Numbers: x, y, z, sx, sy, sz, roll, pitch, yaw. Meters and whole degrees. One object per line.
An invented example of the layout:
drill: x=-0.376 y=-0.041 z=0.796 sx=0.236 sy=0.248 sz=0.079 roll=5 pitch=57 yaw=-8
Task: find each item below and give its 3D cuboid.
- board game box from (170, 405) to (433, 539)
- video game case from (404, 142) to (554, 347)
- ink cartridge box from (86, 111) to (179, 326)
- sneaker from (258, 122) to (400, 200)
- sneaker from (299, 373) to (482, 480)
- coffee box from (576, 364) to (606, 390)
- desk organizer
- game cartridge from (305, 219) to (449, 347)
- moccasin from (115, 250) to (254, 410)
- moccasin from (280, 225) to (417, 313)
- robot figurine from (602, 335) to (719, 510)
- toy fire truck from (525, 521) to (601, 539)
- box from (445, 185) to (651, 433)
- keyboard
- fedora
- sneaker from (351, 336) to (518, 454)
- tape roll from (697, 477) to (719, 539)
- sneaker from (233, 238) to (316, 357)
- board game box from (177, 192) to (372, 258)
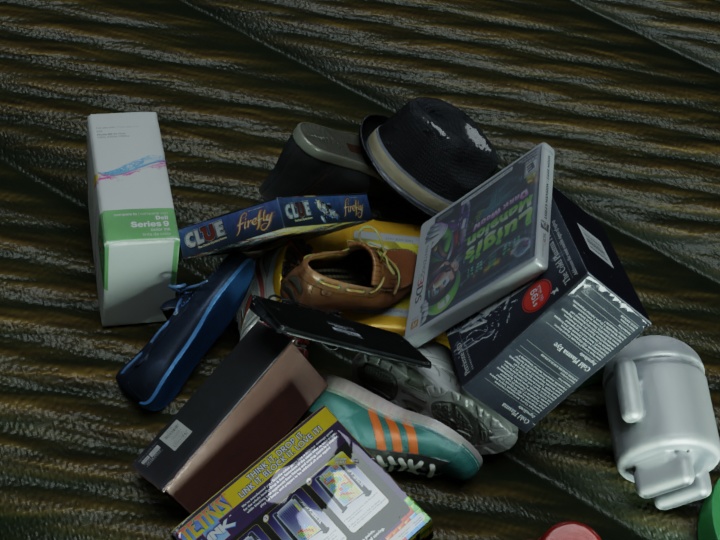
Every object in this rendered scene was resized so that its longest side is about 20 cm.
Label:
board game box: x=-0.056 y=0.257 z=1.240 sx=0.200 sy=0.057 sz=0.165 roll=-38 pitch=63 yaw=-16
video game case: x=0.130 y=-0.028 z=1.398 sx=0.023 sy=0.200 sz=0.182 roll=35 pitch=43 yaw=-25
ink cartridge box: x=-0.261 y=-0.060 z=1.446 sx=0.087 sy=0.146 sz=0.201 roll=-5 pitch=51 yaw=-16
sneaker: x=-0.029 y=-0.113 z=1.596 sx=0.199 sy=0.106 sz=0.075 roll=17 pitch=36 yaw=-38
sneaker: x=0.028 y=0.186 z=1.350 sx=0.199 sy=0.071 sz=0.080 roll=24 pitch=65 yaw=6
coffee box: x=0.236 y=0.050 z=1.518 sx=0.122 sy=0.044 sz=0.201 roll=-11 pitch=53 yaw=-19
desk organizer: x=-0.132 y=0.158 z=1.314 sx=0.200 sy=0.077 sz=0.072 roll=-49 pitch=36 yaw=-15
game cartridge: x=0.029 y=0.010 z=1.520 sx=0.199 sy=0.033 sz=0.177 roll=8 pitch=49 yaw=-7
moccasin: x=-0.192 y=0.053 z=1.379 sx=0.068 sy=0.081 sz=0.200 roll=29 pitch=68 yaw=19
moccasin: x=-0.001 y=-0.001 z=1.431 sx=0.201 sy=0.078 sz=0.074 roll=-3 pitch=49 yaw=-43
robot figurine: x=0.326 y=0.155 z=1.393 sx=0.113 sy=0.169 sz=0.201 roll=-23 pitch=50 yaw=27
toy fire truck: x=0.225 y=0.346 z=1.235 sx=0.199 sy=0.112 sz=0.169 roll=18 pitch=72 yaw=5
box: x=0.187 y=0.035 z=1.372 sx=0.104 sy=0.182 sz=0.200 roll=35 pitch=22 yaw=-25
keyboard: x=-0.027 y=0.073 z=1.333 sx=0.199 sy=0.040 sz=0.104 roll=18 pitch=15 yaw=-34
fedora: x=0.098 y=-0.146 z=1.581 sx=0.200 sy=0.092 sz=0.201 roll=28 pitch=33 yaw=-20
sneaker: x=0.095 y=0.124 z=1.402 sx=0.199 sy=0.078 sz=0.099 roll=30 pitch=42 yaw=19
tape roll: x=0.461 y=0.288 z=1.356 sx=0.199 sy=0.048 sz=0.201 roll=5 pitch=49 yaw=-6
sneaker: x=-0.103 y=0.063 z=1.429 sx=0.078 sy=0.082 sz=0.201 roll=39 pitch=52 yaw=-35
board game box: x=-0.092 y=-0.051 z=1.427 sx=0.200 sy=0.135 sz=0.035 roll=-9 pitch=84 yaw=-62
